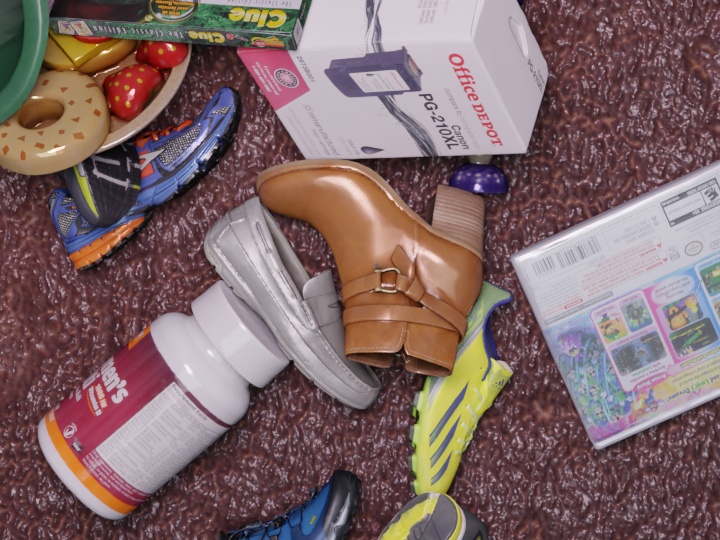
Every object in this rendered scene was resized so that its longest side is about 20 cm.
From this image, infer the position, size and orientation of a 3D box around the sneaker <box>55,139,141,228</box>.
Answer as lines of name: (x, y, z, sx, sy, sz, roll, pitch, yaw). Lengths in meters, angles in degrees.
sneaker: (-0.241, -0.104, 1.607, 0.081, 0.074, 0.201, -46, 51, 24)

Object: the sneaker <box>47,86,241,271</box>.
sneaker: (-0.180, -0.087, 1.638, 0.200, 0.075, 0.079, -40, 93, 6)

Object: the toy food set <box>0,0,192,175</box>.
toy food set: (-0.231, -0.169, 1.556, 0.200, 0.049, 0.198, -36, 58, -11)

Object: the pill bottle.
pill bottle: (-0.162, 0.106, 1.649, 0.200, 0.110, 0.110, -41, 96, 7)

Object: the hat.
hat: (-0.286, -0.215, 1.556, 0.165, 0.176, 0.201, 11, 104, 13)

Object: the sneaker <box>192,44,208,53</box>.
sneaker: (-0.084, -0.235, 1.610, 0.198, 0.076, 0.115, 1, 101, 5)

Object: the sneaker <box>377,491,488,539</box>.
sneaker: (0.031, 0.269, 1.689, 0.200, 0.075, 0.084, -40, 138, 24)

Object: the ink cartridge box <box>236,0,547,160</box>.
ink cartridge box: (0.028, -0.162, 1.544, 0.199, 0.145, 0.085, 0, 57, 26)

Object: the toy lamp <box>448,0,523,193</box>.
toy lamp: (0.102, -0.166, 1.623, 0.058, 0.058, 0.202, 4, 99, 1)

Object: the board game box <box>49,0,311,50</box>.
board game box: (-0.132, -0.221, 1.525, 0.199, 0.024, 0.105, 7, 56, 16)

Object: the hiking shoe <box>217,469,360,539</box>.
hiking shoe: (-0.079, 0.241, 1.686, 0.087, 0.074, 0.200, 37, 98, -5)

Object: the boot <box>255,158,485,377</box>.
boot: (0.000, 0.000, 1.611, 0.199, 0.077, 0.156, 13, 71, -4)

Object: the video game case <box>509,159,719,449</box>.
video game case: (0.251, 0.029, 1.668, 0.199, 0.024, 0.183, -24, 98, 5)

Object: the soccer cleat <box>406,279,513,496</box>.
soccer cleat: (0.084, 0.104, 1.665, 0.083, 0.065, 0.202, 7, 99, -2)

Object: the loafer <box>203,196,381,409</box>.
loafer: (-0.047, 0.028, 1.652, 0.070, 0.070, 0.200, -40, 94, 13)
